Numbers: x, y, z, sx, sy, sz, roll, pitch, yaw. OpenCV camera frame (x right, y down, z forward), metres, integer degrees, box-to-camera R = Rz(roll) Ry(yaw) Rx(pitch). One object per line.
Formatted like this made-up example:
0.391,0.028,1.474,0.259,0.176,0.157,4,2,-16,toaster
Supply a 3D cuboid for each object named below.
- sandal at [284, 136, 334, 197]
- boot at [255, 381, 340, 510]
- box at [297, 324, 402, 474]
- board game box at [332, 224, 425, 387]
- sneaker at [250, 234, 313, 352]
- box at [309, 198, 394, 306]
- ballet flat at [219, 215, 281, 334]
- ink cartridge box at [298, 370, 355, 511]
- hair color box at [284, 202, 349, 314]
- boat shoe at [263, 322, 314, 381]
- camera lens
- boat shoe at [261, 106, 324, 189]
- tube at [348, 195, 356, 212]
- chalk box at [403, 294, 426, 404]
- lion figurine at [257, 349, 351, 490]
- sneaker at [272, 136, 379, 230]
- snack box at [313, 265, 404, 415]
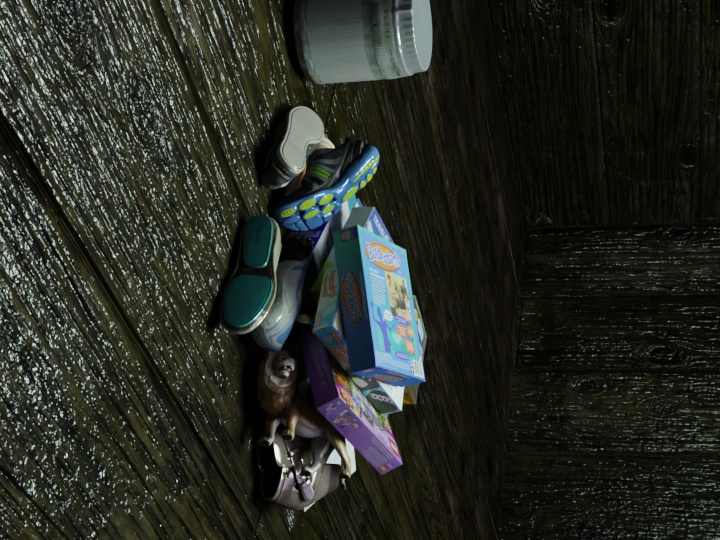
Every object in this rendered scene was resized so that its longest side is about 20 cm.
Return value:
-0.065,-0.143,1.757,0.207,0.059,0.080,-73,157,-48,sandal
-0.088,0.236,1.598,0.146,0.070,0.202,10,68,-50,boot
-0.014,0.183,1.594,0.200,0.039,0.137,52,14,-44,box
0.027,0.052,1.575,0.152,0.045,0.202,25,54,-58,board game box
-0.110,0.028,1.567,0.201,0.071,0.073,-72,162,-44,sneaker
0.000,0.000,1.703,0.122,0.047,0.201,61,42,-37,box
-0.139,0.017,1.481,0.070,0.069,0.201,72,23,-46,ballet flat
-0.070,0.246,1.742,0.173,0.043,0.202,-25,113,-59,ink cartridge box
-0.065,-0.030,1.741,0.200,0.064,0.110,-68,152,-57,hair color box
-0.084,0.123,1.660,0.200,0.061,0.074,-35,122,-72,boat shoe
0.001,-0.375,1.752,0.160,0.198,0.162,-2,90,-75,camera lens
-0.104,-0.182,1.655,0.067,0.057,0.200,44,28,-15,boat shoe
-0.013,-0.068,1.974,0.078,0.050,0.202,-68,148,-64,tube
0.043,0.124,2.014,0.125,0.123,0.201,72,22,-44,chalk box
-0.075,0.204,1.549,0.200,0.072,0.123,48,34,-33,lion figurine
-0.058,-0.130,1.681,0.199,0.082,0.071,-42,152,-27,sneaker
0.004,0.100,1.599,0.200,0.037,0.117,54,32,-37,snack box
